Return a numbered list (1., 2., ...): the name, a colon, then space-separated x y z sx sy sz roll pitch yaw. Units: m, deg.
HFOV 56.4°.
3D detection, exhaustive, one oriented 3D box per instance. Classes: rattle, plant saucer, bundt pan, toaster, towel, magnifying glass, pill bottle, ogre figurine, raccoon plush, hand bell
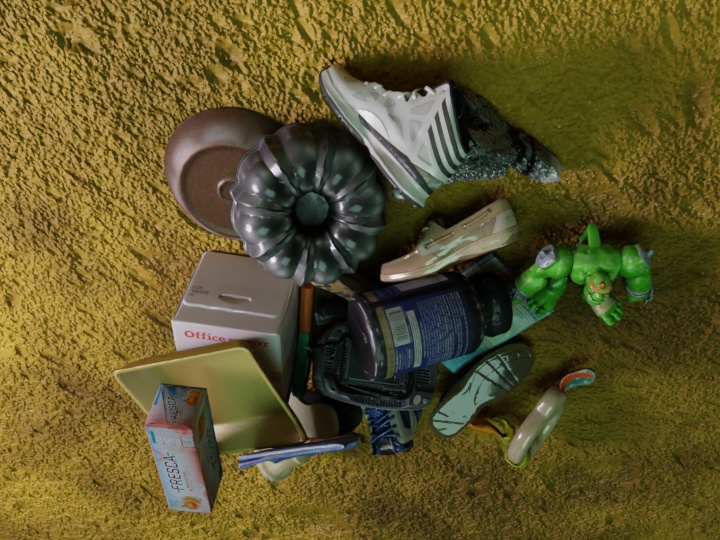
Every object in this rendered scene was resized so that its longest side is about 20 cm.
1. rattle: 0.267 0.203 1.081 0.129 0.143 0.202 -1 122 -36
2. plant saucer: -0.159 -0.108 0.861 0.198 0.037 0.202 4 130 5
3. bundt pan: -0.057 -0.072 0.800 0.199 0.076 0.205 -3 107 -9
4. toaster: 0.007 0.139 0.964 0.197 0.115 0.129 8 167 -13
5. plant saucer: -0.191 0.166 0.897 0.198 0.049 0.201 -12 130 17
6. towel: 0.161 0.068 0.984 0.146 0.022 0.199 37 125 -24
7. magnifying glass: -0.086 0.106 1.019 0.022 0.080 0.202 10 121 3
8. pill bottle: 0.091 0.065 0.873 0.198 0.112 0.113 -13 133 -15
9. ogre figurine: 0.290 0.008 0.874 0.198 0.099 0.120 16 149 12
10. raccoon plush: 0.124 -0.114 0.792 0.199 0.097 0.134 31 135 -19
11. towel: -0.079 0.255 0.942 0.143 0.024 0.200 -10 167 3
12. hand bell: -0.073 0.290 1.122 0.198 0.105 0.104 -18 127 34

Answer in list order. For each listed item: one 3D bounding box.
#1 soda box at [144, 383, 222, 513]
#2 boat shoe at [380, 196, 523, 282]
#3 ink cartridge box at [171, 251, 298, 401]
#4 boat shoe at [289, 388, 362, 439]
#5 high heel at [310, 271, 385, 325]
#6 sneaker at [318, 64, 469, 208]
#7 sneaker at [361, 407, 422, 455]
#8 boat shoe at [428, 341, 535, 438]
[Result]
1. soda box: -0.229 0.239 0.889 0.063 0.069 0.202 6 131 3
2. boat shoe: 0.110 -0.037 0.879 0.198 0.071 0.065 -21 90 24
3. ink cartridge box: -0.169 0.100 0.967 0.145 0.146 0.202 7 131 2
4. boat shoe: -0.072 0.229 1.083 0.200 0.063 0.075 -7 93 54
5. high heel: 0.000 0.000 0.918 0.141 0.072 0.201 -3 135 3
6. sneaker: 0.045 -0.174 0.720 0.115 0.201 0.076 -41 158 13
7. sneaker: 0.038 0.225 1.069 0.080 0.116 0.200 -23 123 23
8. boat shoe: 0.183 0.176 1.046 0.072 0.066 0.201 42 104 -9
